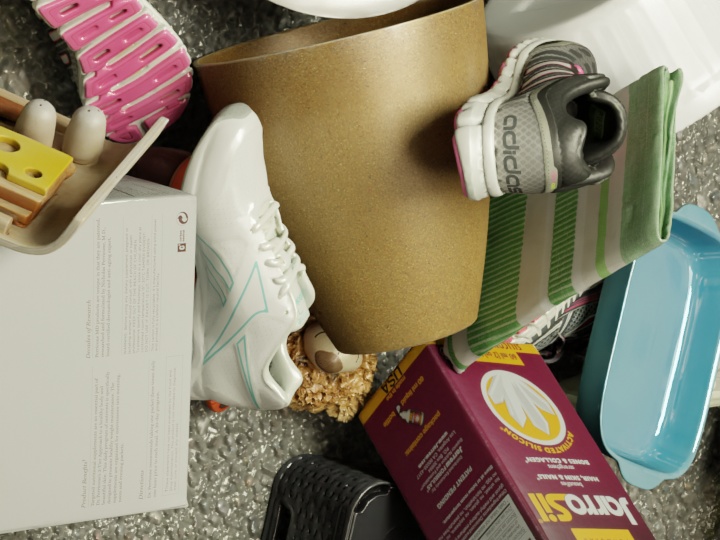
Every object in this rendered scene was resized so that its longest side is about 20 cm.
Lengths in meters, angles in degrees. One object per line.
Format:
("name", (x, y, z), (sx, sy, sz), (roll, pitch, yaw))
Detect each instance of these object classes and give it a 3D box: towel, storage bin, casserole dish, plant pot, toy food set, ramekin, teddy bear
("towel", (0.127, -0.032, 1.677), (0.023, 0.200, 0.153), (32, 46, -26))
("storage bin", (0.035, 0.209, 1.808), (0.199, 0.094, 0.136), (12, 92, -39))
("casserole dish", (0.202, 0.051, 1.841), (0.121, 0.039, 0.201), (22, 77, -45))
("plant pot", (0.008, -0.056, 1.657), (0.186, 0.186, 0.201), (-20, 102, -33))
("toy food set", (-0.220, -0.091, 1.472), (0.144, 0.199, 0.061), (-60, 172, -59))
("ramekin", (0.176, -0.166, 1.779), (0.200, 0.200, 0.098), (-42, 114, -23))
("teddy bear", (0.000, 0.000, 1.756), (0.200, 0.067, 0.145), (-51, 122, -19))

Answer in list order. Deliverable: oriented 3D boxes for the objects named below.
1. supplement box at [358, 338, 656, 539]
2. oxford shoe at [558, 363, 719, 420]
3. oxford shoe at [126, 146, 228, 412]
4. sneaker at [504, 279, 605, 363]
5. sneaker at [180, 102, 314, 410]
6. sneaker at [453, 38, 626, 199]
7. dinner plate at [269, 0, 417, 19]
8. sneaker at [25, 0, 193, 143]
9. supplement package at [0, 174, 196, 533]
("supplement box", (0.099, 0.144, 1.716), (0.110, 0.200, 0.086), (6, 131, -42))
("oxford shoe", (0.208, 0.073, 1.925), (0.199, 0.075, 0.058), (-8, 111, -43))
("oxford shoe", (-0.107, 0.002, 1.682), (0.071, 0.072, 0.201), (-43, 140, -39))
("sneaker", (0.133, 0.034, 1.856), (0.200, 0.080, 0.075), (-33, 119, -28))
("sneaker", (-0.064, -0.006, 1.589), (0.070, 0.080, 0.201), (-42, 141, -53))
("sneaker", (0.123, -0.090, 1.597), (0.200, 0.087, 0.074), (-43, 133, -63))
("dinner plate", (-0.021, -0.250, 1.646), (0.199, 0.024, 0.201), (8, 66, -17))
("sneaker", (-0.162, -0.160, 1.597), (0.074, 0.088, 0.200), (-30, 141, -1))
("supplement package", (-0.218, 0.044, 1.546), (0.199, 0.147, 0.192), (-5, 102, -36))
